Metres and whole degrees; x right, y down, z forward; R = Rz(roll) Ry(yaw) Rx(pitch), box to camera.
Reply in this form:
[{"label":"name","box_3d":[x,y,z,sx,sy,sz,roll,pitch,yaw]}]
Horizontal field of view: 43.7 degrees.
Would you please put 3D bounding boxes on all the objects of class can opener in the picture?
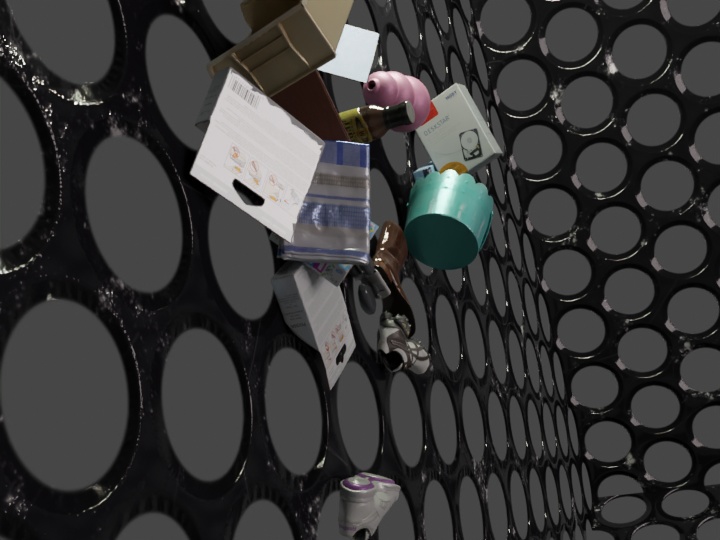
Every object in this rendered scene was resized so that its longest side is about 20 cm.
[{"label":"can opener","box_3d":[0.000,0.000,1.663,0.067,0.052,0.201,-80,151,-42]}]

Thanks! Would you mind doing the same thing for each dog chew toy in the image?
[{"label":"dog chew toy","box_3d":[0.073,-0.378,1.973,0.199,0.123,0.127,11,68,-59]}]

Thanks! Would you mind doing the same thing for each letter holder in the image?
[{"label":"letter holder","box_3d":[-0.101,-0.215,1.457,0.203,0.140,0.101,63,-7,-14]}]

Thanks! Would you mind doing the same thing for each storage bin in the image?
[{"label":"storage bin","box_3d":[-0.118,-0.361,1.350,0.094,0.196,0.202,49,32,-29]}]

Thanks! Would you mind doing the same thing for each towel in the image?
[{"label":"towel","box_3d":[-0.053,-0.108,1.383,0.024,0.144,0.204,132,-39,-70]}]

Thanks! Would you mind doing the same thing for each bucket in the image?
[{"label":"bucket","box_3d":[0.195,-0.109,2.037,0.209,0.203,0.136,60,37,-38]}]

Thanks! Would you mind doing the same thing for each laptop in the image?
[{"label":"laptop","box_3d":[-0.062,-0.464,1.659,0.189,0.114,0.202,-78,149,-48]}]

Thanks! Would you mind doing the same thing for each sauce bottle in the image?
[{"label":"sauce bottle","box_3d":[-0.001,-0.258,1.593,0.065,0.197,0.066,42,41,-52]}]

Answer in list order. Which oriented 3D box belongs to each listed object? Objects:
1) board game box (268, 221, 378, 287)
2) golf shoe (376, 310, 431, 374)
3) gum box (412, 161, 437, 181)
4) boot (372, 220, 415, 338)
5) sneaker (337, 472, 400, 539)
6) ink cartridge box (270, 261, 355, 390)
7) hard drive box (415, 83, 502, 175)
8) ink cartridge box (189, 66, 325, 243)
[{"label":"board game box","box_3d":[-0.056,-0.062,1.468,0.133,0.034,0.200,35,28,1]},{"label":"golf shoe","box_3d":[0.076,0.167,1.771,0.201,0.076,0.096,53,49,-46]},{"label":"gum box","box_3d":[0.199,-0.188,2.296,0.200,0.044,0.173,-41,117,-67]},{"label":"boot","box_3d":[0.077,0.014,1.854,0.201,0.063,0.189,-72,143,-60]},{"label":"sneaker","box_3d":[0.007,0.389,1.480,0.199,0.073,0.102,20,79,-66]},{"label":"ink cartridge box","box_3d":[-0.071,0.070,1.456,0.160,0.046,0.204,-56,133,-63]},{"label":"hard drive box","box_3d":[0.237,-0.337,2.243,0.202,0.155,0.077,61,24,8]},{"label":"ink cartridge box","box_3d":[-0.152,-0.160,1.287,0.199,0.043,0.176,35,64,-37]}]
